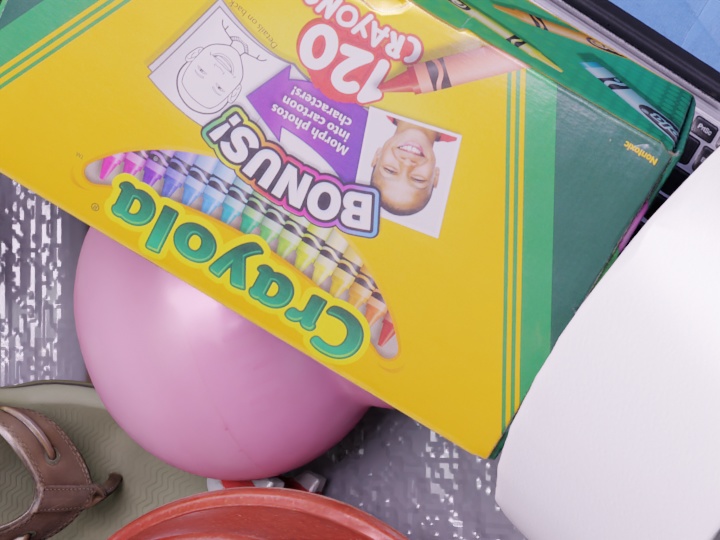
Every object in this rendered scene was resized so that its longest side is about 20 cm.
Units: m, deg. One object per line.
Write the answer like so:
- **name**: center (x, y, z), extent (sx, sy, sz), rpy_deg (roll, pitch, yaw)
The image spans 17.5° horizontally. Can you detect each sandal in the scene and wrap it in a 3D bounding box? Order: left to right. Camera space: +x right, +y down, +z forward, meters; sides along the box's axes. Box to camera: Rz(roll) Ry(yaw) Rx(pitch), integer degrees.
- **sandal**: center (-0.148, 0.078, 0.886), extent (0.080, 0.200, 0.057), rpy_deg (-68, 27, 14)

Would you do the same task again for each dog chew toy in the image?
- **dog chew toy**: center (0.000, 0.000, 0.836), extent (0.199, 0.124, 0.126), rpy_deg (-17, 81, 15)

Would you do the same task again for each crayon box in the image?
- **crayon box**: center (-0.013, -0.047, 0.715), extent (0.199, 0.058, 0.119), rpy_deg (30, 116, 2)

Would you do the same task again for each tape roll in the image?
- **tape roll**: center (0.134, 0.026, 0.712), extent (0.071, 0.202, 0.203), rpy_deg (43, 109, 21)

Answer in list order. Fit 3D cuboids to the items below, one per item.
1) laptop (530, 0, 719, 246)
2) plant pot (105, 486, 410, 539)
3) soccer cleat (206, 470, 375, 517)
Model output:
- **laptop**: center (0.053, -0.071, 0.725), extent (0.187, 0.116, 0.201), rpy_deg (33, 87, 1)
- **plant pot**: center (-0.063, 0.181, 0.746), extent (0.199, 0.195, 0.203), rpy_deg (1, 92, 18)
- **soccer cleat**: center (-0.003, 0.157, 0.863), extent (0.085, 0.069, 0.200), rpy_deg (-46, 74, 16)
